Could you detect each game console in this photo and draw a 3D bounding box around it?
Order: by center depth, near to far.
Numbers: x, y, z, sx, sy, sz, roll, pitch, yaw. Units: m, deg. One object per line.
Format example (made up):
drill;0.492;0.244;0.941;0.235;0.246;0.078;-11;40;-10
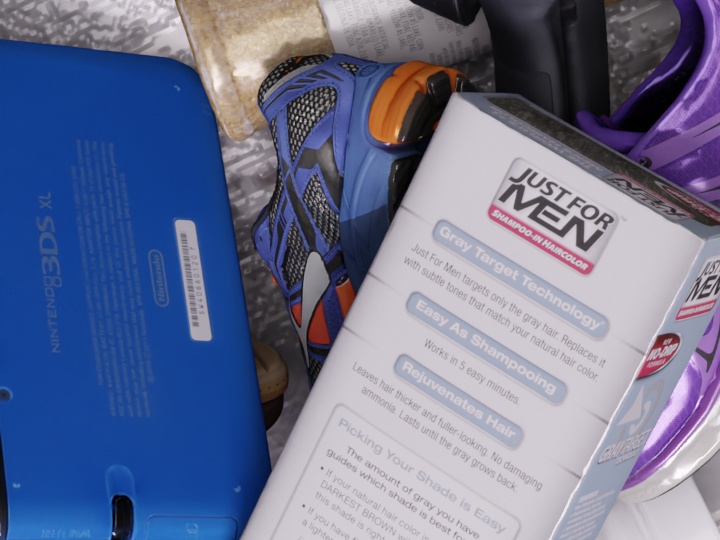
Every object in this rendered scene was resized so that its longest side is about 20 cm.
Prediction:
game console;-0.141;0.026;0.861;0.170;0.118;0.201;4;61;-28

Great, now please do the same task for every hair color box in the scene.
hair color box;0.038;0.051;0.781;0.099;0.061;0.201;32;107;21

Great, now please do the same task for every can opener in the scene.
can opener;0.065;-0.079;0.829;0.063;0.078;0.200;-45;138;-28

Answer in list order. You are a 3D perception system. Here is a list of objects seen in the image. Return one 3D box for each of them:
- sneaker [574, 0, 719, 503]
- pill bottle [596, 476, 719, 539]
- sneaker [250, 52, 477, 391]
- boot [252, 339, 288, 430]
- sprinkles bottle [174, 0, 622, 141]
sneaker;0.107;-0.019;0.820;0.083;0.081;0.201;12;100;-14
pill bottle;0.043;0.140;0.884;0.199;0.112;0.113;-26;98;2
sneaker;0.000;0.000;0.866;0.078;0.075;0.201;26;132;28
boot;-0.108;0.122;0.914;0.199;0.072;0.167;-17;113;-3
sprinkles bottle;0.033;-0.111;0.868;0.199;0.068;0.068;-19;99;2
